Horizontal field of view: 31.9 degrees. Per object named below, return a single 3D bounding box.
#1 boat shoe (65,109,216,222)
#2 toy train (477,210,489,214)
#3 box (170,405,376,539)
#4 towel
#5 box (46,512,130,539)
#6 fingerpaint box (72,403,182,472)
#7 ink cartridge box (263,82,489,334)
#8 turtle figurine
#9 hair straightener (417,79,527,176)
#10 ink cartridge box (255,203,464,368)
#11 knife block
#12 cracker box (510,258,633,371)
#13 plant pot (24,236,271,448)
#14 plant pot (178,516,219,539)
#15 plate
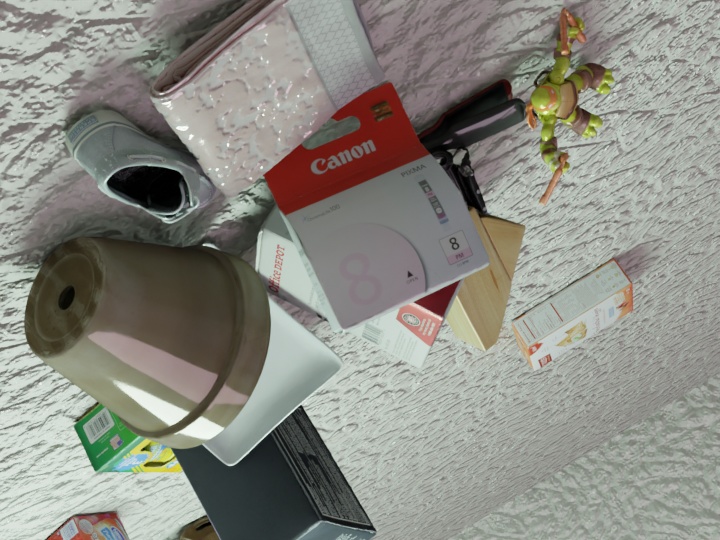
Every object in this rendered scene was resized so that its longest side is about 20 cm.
[{"bbox_3d":[-0.178,-0.075,1.091,0.070,0.072,0.201,-38,158,12],"label":"boat shoe"},{"bbox_3d":[0.065,-0.011,1.470,0.199,0.115,0.087,-9,-175,-27],"label":"toy train"},{"bbox_3d":[-0.105,0.254,1.492,0.123,0.200,0.198,-36,156,6],"label":"box"},{"bbox_3d":[-0.072,-0.161,1.073,0.191,0.032,0.200,-39,156,-4],"label":"towel"},{"bbox_3d":[-0.418,0.441,1.792,0.200,0.100,0.095,-42,155,21],"label":"box"},{"bbox_3d":[-0.214,0.164,1.521,0.200,0.074,0.167,-39,156,17],"label":"fingerpaint box"},{"bbox_3d":[0.008,-0.063,1.178,0.162,0.201,0.057,-24,-178,-16],"label":"ink cartridge box"},{"bbox_3d":[0.213,-0.173,1.338,0.064,0.201,0.161,7,-171,28],"label":"turtle figurine"},{"bbox_3d":[0.086,-0.128,1.311,0.199,0.077,0.041,-26,139,-6],"label":"hair straightener"},{"bbox_3d":[0.000,0.000,1.283,0.083,0.199,0.147,-61,175,-24],"label":"ink cartridge box"},{"bbox_3d":[0.087,-0.023,1.385,0.175,0.064,0.201,9,98,-30],"label":"knife block"},{"bbox_3d":[0.349,0.075,2.059,0.200,0.058,0.134,-31,156,1],"label":"cracker box"},{"bbox_3d":[-0.213,0.050,1.190,0.200,0.200,0.173,-41,138,21],"label":"plant pot"},{"bbox_3d":[-0.231,0.513,2.069,0.200,0.201,0.199,-20,147,-25],"label":"plant pot"},{"bbox_3d":[-0.149,0.088,1.357,0.200,0.200,0.032,-43,-169,25],"label":"plate"}]
